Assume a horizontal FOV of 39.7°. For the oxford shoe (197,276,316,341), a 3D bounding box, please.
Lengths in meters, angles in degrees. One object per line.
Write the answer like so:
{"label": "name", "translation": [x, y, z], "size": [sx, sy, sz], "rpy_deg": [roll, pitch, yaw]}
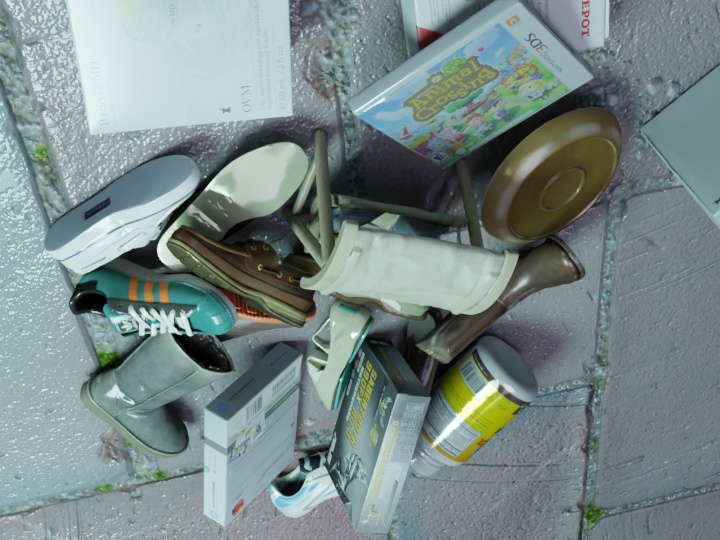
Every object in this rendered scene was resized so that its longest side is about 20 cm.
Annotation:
{"label": "oxford shoe", "translation": [-0.154, 0.050, 1.213], "size": [0.198, 0.072, 0.073], "rpy_deg": [4, 136, -8]}

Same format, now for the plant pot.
{"label": "plant pot", "translation": [0.231, -0.102, 1.169], "size": [0.199, 0.028, 0.201], "rpy_deg": [-23, 144, -18]}

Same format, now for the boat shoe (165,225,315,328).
{"label": "boat shoe", "translation": [-0.127, -0.005, 1.099], "size": [0.200, 0.072, 0.068], "rpy_deg": [33, 79, -39]}

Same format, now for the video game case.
{"label": "video game case", "translation": [0.117, -0.186, 1.020], "size": [0.199, 0.022, 0.182], "rpy_deg": [-30, 151, 26]}

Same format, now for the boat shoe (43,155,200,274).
{"label": "boat shoe", "translation": [-0.252, -0.059, 1.099], "size": [0.199, 0.074, 0.065], "rpy_deg": [-24, 135, 17]}

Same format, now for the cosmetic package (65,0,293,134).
{"label": "cosmetic package", "translation": [-0.170, -0.249, 0.931], "size": [0.198, 0.123, 0.200], "rpy_deg": [-7, 129, -8]}

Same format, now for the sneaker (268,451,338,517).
{"label": "sneaker", "translation": [-0.041, 0.283, 1.420], "size": [0.199, 0.072, 0.073], "rpy_deg": [-31, 122, 6]}

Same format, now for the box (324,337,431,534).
{"label": "box", "translation": [0.017, 0.211, 1.289], "size": [0.048, 0.158, 0.201], "rpy_deg": [9, 109, -20]}

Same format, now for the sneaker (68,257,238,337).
{"label": "sneaker", "translation": [-0.233, 0.045, 1.107], "size": [0.199, 0.080, 0.072], "rpy_deg": [13, 137, 23]}

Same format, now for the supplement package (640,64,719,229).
{"label": "supplement package", "translation": [0.469, -0.108, 1.166], "size": [0.147, 0.192, 0.200], "rpy_deg": [-40, 127, 16]}

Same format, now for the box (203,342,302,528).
{"label": "box", "translation": [-0.140, 0.214, 1.296], "size": [0.156, 0.041, 0.201], "rpy_deg": [-41, 146, -44]}

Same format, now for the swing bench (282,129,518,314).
{"label": "swing bench", "translation": [0.037, -0.037, 1.101], "size": [0.198, 0.201, 0.130], "rpy_deg": [10, 124, -21]}

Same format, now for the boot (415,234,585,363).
{"label": "boot", "translation": [0.162, 0.044, 1.196], "size": [0.199, 0.186, 0.064], "rpy_deg": [-36, 89, -9]}

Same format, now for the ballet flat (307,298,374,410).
{"label": "ballet flat", "translation": [-0.035, 0.106, 1.284], "size": [0.069, 0.070, 0.201], "rpy_deg": [3, 138, -17]}

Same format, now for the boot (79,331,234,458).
{"label": "boot", "translation": [-0.228, 0.148, 1.233], "size": [0.199, 0.073, 0.182], "rpy_deg": [-32, 130, 27]}

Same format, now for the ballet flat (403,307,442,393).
{"label": "ballet flat", "translation": [0.074, 0.141, 1.330], "size": [0.046, 0.067, 0.201], "rpy_deg": [-14, 122, -54]}

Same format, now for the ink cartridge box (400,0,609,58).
{"label": "ink cartridge box", "translation": [0.143, -0.286, 1.009], "size": [0.198, 0.083, 0.147], "rpy_deg": [-14, 131, -4]}

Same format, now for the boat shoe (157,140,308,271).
{"label": "boat shoe", "translation": [-0.144, -0.080, 1.112], "size": [0.201, 0.063, 0.074], "rpy_deg": [-38, 111, 12]}

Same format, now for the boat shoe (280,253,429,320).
{"label": "boat shoe", "translation": [0.000, 0.000, 1.218], "size": [0.199, 0.072, 0.077], "rpy_deg": [16, 96, -24]}

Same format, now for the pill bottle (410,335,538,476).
{"label": "pill bottle", "translation": [0.141, 0.191, 1.368], "size": [0.109, 0.110, 0.200], "rpy_deg": [30, 116, -32]}
